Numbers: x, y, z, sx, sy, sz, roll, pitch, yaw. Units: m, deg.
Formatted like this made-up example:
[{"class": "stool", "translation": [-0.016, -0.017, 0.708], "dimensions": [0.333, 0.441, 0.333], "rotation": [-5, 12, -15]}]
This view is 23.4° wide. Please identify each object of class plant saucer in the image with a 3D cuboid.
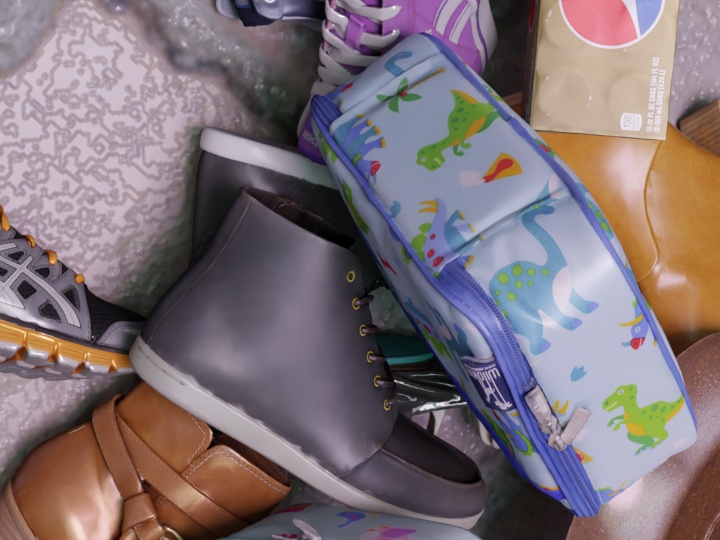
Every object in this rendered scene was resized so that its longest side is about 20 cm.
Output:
[{"class": "plant saucer", "translation": [0.170, 0.130, 0.880], "dimensions": [0.200, 0.037, 0.201], "rotation": [-29, 131, -39]}]

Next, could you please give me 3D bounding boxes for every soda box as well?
[{"class": "soda box", "translation": [0.119, -0.165, 0.829], "dimensions": [0.067, 0.064, 0.201], "rotation": [5, 96, 1]}]

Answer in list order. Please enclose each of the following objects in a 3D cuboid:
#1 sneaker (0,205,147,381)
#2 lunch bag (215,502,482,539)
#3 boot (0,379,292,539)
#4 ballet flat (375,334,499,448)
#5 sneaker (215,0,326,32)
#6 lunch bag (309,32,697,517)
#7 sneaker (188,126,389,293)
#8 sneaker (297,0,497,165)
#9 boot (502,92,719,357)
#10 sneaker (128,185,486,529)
[{"class": "sneaker", "translation": [-0.181, 0.003, 0.832], "dimensions": [0.199, 0.078, 0.078], "rotation": [20, 71, -28]}, {"class": "lunch bag", "translation": [-0.001, 0.207, 0.786], "dimensions": [0.077, 0.160, 0.201], "rotation": [-13, 101, -44]}, {"class": "boot", "translation": [-0.090, 0.157, 0.873], "dimensions": [0.155, 0.077, 0.200], "rotation": [-42, 93, 5]}, {"class": "ballet flat", "translation": [0.047, 0.060, 0.925], "dimensions": [0.199, 0.068, 0.069], "rotation": [-6, 110, -7]}, {"class": "sneaker", "translation": [-0.068, -0.190, 0.840], "dimensions": [0.199, 0.070, 0.109], "rotation": [28, 87, -23]}, {"class": "lunch bag", "translation": [0.061, 0.003, 0.762], "dimensions": [0.082, 0.200, 0.161], "rotation": [-33, 134, -2]}, {"class": "sneaker", "translation": [0.000, 0.000, 0.897], "dimensions": [0.199, 0.071, 0.100], "rotation": [16, 96, -16]}, {"class": "sneaker", "translation": [0.007, -0.106, 0.819], "dimensions": [0.115, 0.072, 0.201], "rotation": [-54, 155, -8]}, {"class": "boot", "translation": [0.148, -0.020, 0.915], "dimensions": [0.200, 0.071, 0.145], "rotation": [-1, 72, -25]}, {"class": "sneaker", "translation": [-0.001, 0.047, 0.834], "dimensions": [0.199, 0.075, 0.107], "rotation": [30, 101, -23]}]
